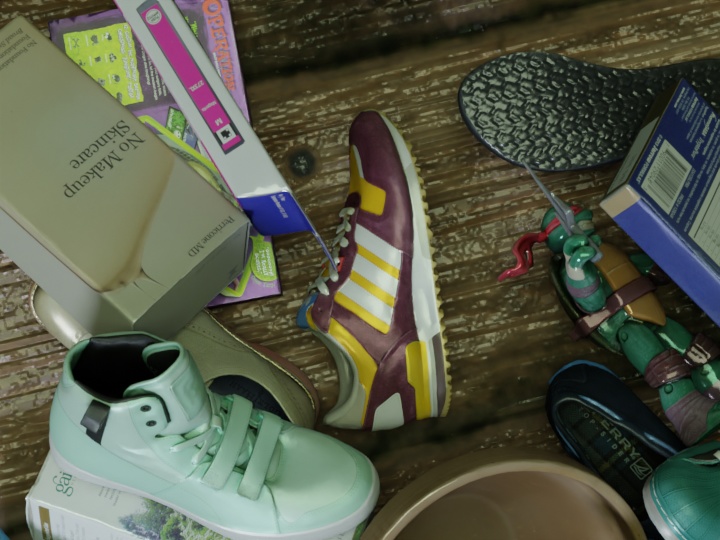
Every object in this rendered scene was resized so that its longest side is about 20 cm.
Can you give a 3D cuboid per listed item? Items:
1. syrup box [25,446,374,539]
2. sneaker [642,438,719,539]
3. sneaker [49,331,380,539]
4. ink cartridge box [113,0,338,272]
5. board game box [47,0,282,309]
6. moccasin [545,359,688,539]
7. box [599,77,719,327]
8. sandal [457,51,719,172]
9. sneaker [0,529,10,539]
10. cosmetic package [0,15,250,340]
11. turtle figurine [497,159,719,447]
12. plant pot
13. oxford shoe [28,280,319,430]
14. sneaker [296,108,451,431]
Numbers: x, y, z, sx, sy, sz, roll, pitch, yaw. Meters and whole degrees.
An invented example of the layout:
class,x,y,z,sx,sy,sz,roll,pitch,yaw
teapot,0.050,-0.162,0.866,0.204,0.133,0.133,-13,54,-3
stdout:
class,x,y,z,sx,sy,sz,roll,pitch,yaw
syrup box,-0.098,0.153,1.278,0.199,0.082,0.079,19,62,6
sneaker,0.250,0.115,1.246,0.199,0.080,0.072,-8,59,-44
sneaker,-0.082,0.095,1.196,0.199,0.118,0.074,13,59,-1
ink cartridge box,-0.081,-0.084,1.264,0.037,0.095,0.201,-34,76,-2
board game box,-0.125,-0.072,1.340,0.119,0.032,0.202,-10,85,3
moccasin,0.183,0.146,1.293,0.200,0.068,0.081,41,110,4
box,0.241,-0.012,1.287,0.200,0.032,0.121,43,44,-9
sandal,0.156,-0.098,1.341,0.199,0.048,0.076,0,83,-13
sneaker,-0.157,0.208,1.264,0.130,0.080,0.201,-35,88,8
cosmetic package,-0.172,-0.048,1.264,0.200,0.073,0.104,40,65,14
turtle figurine,0.172,0.011,1.303,0.149,0.101,0.200,-27,77,-43
plant pot,0.070,0.192,1.266,0.199,0.093,0.202,-6,108,-19
oxford shoe,-0.113,0.054,1.287,0.199,0.074,0.071,25,101,-7
sneaker,0.000,0.000,1.310,0.089,0.075,0.201,-9,84,-7
